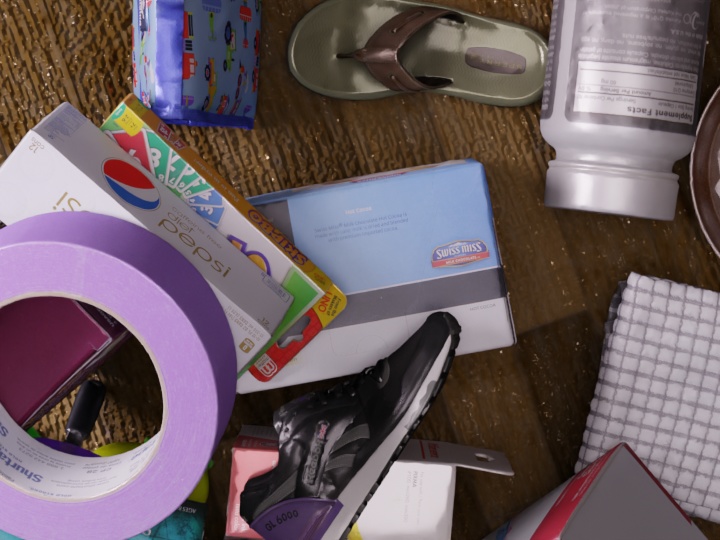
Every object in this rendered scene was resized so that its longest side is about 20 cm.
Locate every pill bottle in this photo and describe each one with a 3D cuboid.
[{"bbox_3d":[0.189,-0.140,1.403,0.113,0.114,0.202,6,93,0],"label":"pill bottle"}]

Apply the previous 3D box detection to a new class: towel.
[{"bbox_3d":[0.263,0.098,1.431,0.198,0.086,0.167,11,94,-2],"label":"towel"}]

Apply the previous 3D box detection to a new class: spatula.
[{"bbox_3d":[-0.200,0.116,1.373,0.056,0.200,0.021,18,106,-6],"label":"spatula"}]

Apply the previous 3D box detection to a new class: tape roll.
[{"bbox_3d":[-0.179,0.068,1.218,0.198,0.066,0.202,2,109,6],"label":"tape roll"}]

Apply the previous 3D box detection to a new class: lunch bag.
[{"bbox_3d":[-0.119,-0.177,1.357,0.093,0.200,0.152,2,92,-1],"label":"lunch bag"}]

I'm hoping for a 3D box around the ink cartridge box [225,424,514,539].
[{"bbox_3d":[0.007,0.159,1.414,0.198,0.116,0.068,4,93,0],"label":"ink cartridge box"}]

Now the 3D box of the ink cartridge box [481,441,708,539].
[{"bbox_3d":[0.139,0.251,1.367,0.145,0.145,0.200,49,124,-2],"label":"ink cartridge box"}]

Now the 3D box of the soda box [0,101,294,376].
[{"bbox_3d":[-0.142,-0.013,1.258,0.200,0.064,0.068,41,115,-4],"label":"soda box"}]

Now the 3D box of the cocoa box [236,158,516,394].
[{"bbox_3d":[0.000,0.000,1.398,0.198,0.133,0.132,-10,94,1],"label":"cocoa box"}]

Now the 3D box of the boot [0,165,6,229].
[{"bbox_3d":[-0.277,-0.033,1.398,0.200,0.131,0.068,-39,92,2],"label":"boot"}]

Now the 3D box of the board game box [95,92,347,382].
[{"bbox_3d":[-0.109,-0.015,1.299,0.200,0.030,0.096,42,116,-9],"label":"board game box"}]

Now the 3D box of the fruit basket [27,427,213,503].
[{"bbox_3d":[-0.202,0.196,1.411,0.214,0.155,0.217,3,103,14],"label":"fruit basket"}]

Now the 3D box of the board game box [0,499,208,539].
[{"bbox_3d":[-0.212,0.206,1.335,0.199,0.028,0.136,14,75,-17],"label":"board game box"}]

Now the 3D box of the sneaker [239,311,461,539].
[{"bbox_3d":[-0.011,0.102,1.313,0.087,0.076,0.201,33,97,3],"label":"sneaker"}]

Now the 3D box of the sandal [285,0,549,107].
[{"bbox_3d":[0.045,-0.162,1.429,0.199,0.057,0.080,3,93,0],"label":"sandal"}]

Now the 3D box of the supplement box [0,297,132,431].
[{"bbox_3d":[-0.213,0.025,1.353,0.131,0.200,0.103,-42,92,18],"label":"supplement box"}]

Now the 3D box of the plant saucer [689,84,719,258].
[{"bbox_3d":[0.339,-0.073,1.445,0.199,0.034,0.202,0,91,-1],"label":"plant saucer"}]

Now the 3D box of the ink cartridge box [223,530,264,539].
[{"bbox_3d":[-0.073,0.253,1.373,0.067,0.200,0.116,7,98,-1],"label":"ink cartridge box"}]
